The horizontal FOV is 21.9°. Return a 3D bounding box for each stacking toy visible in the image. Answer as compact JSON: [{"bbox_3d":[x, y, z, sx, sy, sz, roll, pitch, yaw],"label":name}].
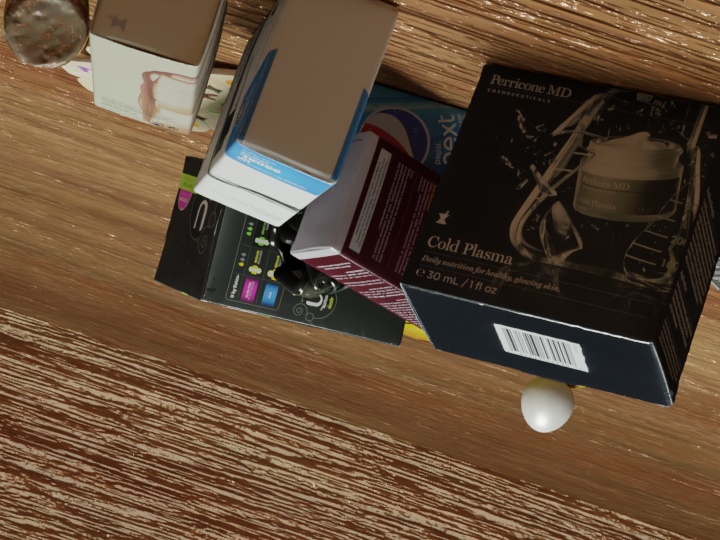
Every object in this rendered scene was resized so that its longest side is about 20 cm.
[{"bbox_3d":[0.202,0.059,1.731,0.146,0.200,0.146,18,159,7],"label":"stacking toy"}]

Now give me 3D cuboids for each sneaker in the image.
[{"bbox_3d":[0.000,0.000,1.602,0.199,0.114,0.076,38,164,-21],"label":"sneaker"}]

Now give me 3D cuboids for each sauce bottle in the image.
[{"bbox_3d":[-0.237,-0.204,1.420,0.066,0.066,0.200,21,-164,-13],"label":"sauce bottle"}]

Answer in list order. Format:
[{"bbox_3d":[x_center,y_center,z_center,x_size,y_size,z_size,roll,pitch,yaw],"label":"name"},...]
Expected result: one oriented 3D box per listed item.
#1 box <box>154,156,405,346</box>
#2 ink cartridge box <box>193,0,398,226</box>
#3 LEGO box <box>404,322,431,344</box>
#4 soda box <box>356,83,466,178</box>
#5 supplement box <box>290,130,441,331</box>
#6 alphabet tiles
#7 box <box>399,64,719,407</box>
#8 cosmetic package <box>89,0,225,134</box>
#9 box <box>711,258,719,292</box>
[{"bbox_3d":[-0.064,-0.018,1.700,0.200,0.125,0.148,13,-178,-23],"label":"box"},{"bbox_3d":[-0.054,-0.127,1.437,0.084,0.145,0.200,22,167,-10],"label":"ink cartridge box"},{"bbox_3d":[0.118,-0.008,1.697,0.077,0.149,0.200,23,168,-34],"label":"LEGO box"},{"bbox_3d":[0.030,-0.112,1.576,0.200,0.064,0.068,17,168,6],"label":"soda box"},{"bbox_3d":[0.048,-0.020,1.539,0.200,0.109,0.061,31,158,-31],"label":"supplement box"},{"bbox_3d":[-0.169,-0.168,1.713,0.195,0.015,0.200,7,165,20],"label":"alphabet tiles"},{"bbox_3d":[0.163,-0.028,1.402,0.200,0.197,0.124,13,157,22],"label":"box"},{"bbox_3d":[-0.154,-0.185,1.435,0.087,0.104,0.200,18,170,-3],"label":"cosmetic package"},{"bbox_3d":[0.390,0.003,1.521,0.200,0.044,0.160,-1,156,37],"label":"box"}]
